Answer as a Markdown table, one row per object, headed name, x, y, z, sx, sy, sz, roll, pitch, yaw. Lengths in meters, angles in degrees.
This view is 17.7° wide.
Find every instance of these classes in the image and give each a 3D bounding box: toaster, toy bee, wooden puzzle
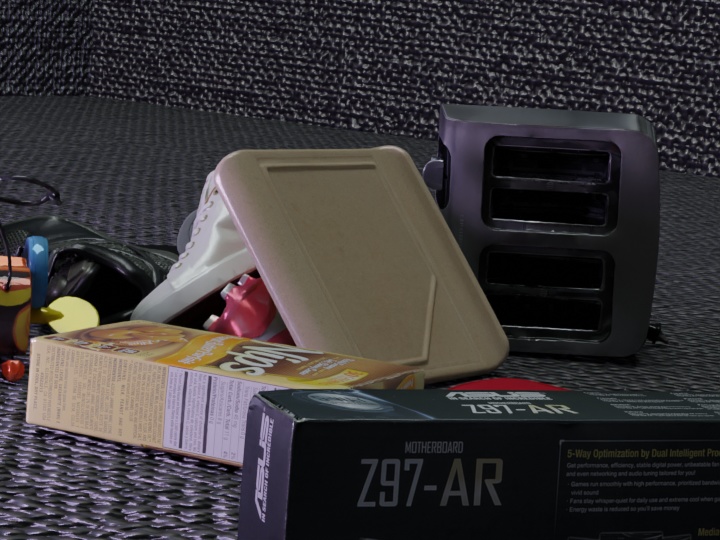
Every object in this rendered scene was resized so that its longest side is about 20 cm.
| name | x | y | z | sx | sy | sz | roll | pitch | yaw |
| --- | --- | --- | --- | --- | --- | --- | --- | --- | --- |
| toaster | 0.145 | -0.029 | 1.762 | 0.199 | 0.182 | 0.119 | 4 | 10 | 4 |
| toy bee | -0.243 | 0.025 | 1.499 | 0.130 | 0.109 | 0.200 | -2 | -18 | 6 |
| wooden puzzle | 0.000 | 0.000 | 1.583 | 0.037 | 0.185 | 0.200 | -38 | -17 | 34 |

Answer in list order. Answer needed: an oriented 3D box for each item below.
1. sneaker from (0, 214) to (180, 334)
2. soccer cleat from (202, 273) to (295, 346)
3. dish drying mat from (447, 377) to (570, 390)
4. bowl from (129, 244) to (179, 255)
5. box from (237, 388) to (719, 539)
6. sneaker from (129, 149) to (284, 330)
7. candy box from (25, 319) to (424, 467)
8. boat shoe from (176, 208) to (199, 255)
| name | x | y | z | sx | sy | sz | roll | pitch | yaw |
| --- | --- | --- | --- | --- | --- | --- | --- | --- | --- |
| sneaker | -0.222 | 0.003 | 1.683 | 0.199 | 0.077 | 0.114 | 14 | 5 | 27 |
| soccer cleat | -0.033 | 0.020 | 1.606 | 0.076 | 0.067 | 0.200 | 39 | 32 | 11 |
| dish drying mat | 0.146 | 0.092 | 1.448 | 0.077 | 0.018 | 0.200 | -5 | 12 | -45 |
| bowl | -0.137 | 0.011 | 1.819 | 0.200 | 0.040 | 0.201 | 4 | 7 | -1 |
| box | 0.061 | 0.117 | 0.674 | 0.199 | 0.161 | 0.044 | 1 | 8 | -20 |
| sneaker | -0.104 | -0.017 | 1.647 | 0.085 | 0.073 | 0.200 | 45 | 55 | 12 |
| candy box | -0.077 | 0.072 | 1.324 | 0.199 | 0.056 | 0.115 | 8 | 8 | 27 |
| boat shoe | -0.040 | 0.008 | 1.718 | 0.201 | 0.075 | 0.065 | 15 | -26 | 4 |
